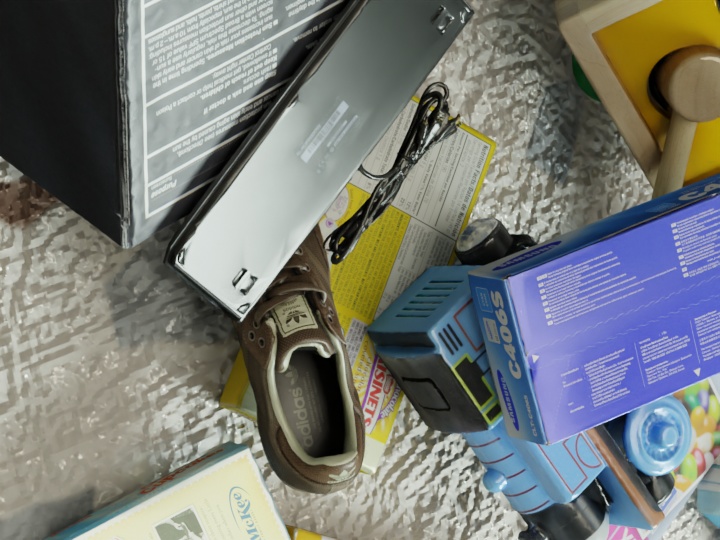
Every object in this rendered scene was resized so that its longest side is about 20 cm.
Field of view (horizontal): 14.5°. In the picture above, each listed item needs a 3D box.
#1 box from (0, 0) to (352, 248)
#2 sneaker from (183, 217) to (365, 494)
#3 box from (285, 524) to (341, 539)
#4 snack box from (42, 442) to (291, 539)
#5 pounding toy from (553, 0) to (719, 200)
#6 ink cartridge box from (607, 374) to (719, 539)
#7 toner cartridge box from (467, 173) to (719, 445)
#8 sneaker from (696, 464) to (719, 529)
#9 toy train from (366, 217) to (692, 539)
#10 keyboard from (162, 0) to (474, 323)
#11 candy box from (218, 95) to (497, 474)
[{"bbox_3d":[-0.080,-0.153,1.371,0.200,0.123,0.199,-31,140,-34],"label":"box"},{"bbox_3d":[-0.035,0.017,1.468,0.070,0.076,0.201,-19,91,-16],"label":"sneaker"},{"bbox_3d":[0.016,0.218,1.570,0.199,0.041,0.120,20,82,-38],"label":"box"},{"bbox_3d":[-0.072,0.204,1.468,0.116,0.037,0.201,-26,98,-20],"label":"snack box"},{"bbox_3d":[0.196,-0.111,1.586,0.184,0.199,0.143,55,19,-34],"label":"pounding toy"},{"bbox_3d":[0.167,0.075,1.673,0.119,0.042,0.200,51,63,-28],"label":"ink cartridge box"},{"bbox_3d":[0.160,0.014,1.511,0.199,0.043,0.096,-20,103,-24],"label":"toner cartridge box"},{"bbox_3d":[0.265,0.204,1.731,0.200,0.079,0.131,29,75,-34],"label":"sneaker"},{"bbox_3d":[0.097,0.070,1.555,0.114,0.087,0.200,-42,111,-22],"label":"toy train"},{"bbox_3d":[-0.012,-0.061,1.415,0.200,0.021,0.127,-52,142,-4],"label":"keyboard"},{"bbox_3d":[0.000,0.000,1.549,0.102,0.026,0.201,29,77,-35],"label":"candy box"}]
